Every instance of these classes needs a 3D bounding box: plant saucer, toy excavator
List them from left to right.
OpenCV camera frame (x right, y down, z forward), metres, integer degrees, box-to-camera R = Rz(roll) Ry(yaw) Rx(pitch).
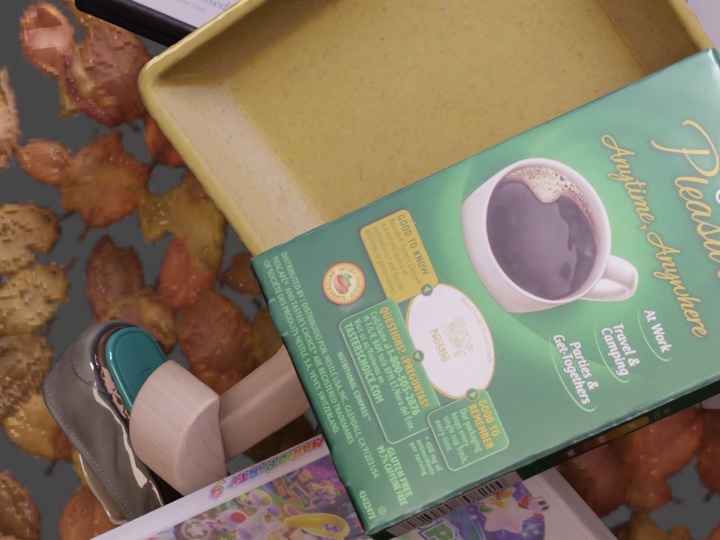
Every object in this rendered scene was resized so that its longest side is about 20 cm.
[{"bbox_3d":[0.000,0.000,1.145,0.100,0.194,0.201,33,119,38],"label":"toy excavator"},{"bbox_3d":[0.044,-0.058,1.042,0.200,0.048,0.200,-34,106,7],"label":"plant saucer"}]

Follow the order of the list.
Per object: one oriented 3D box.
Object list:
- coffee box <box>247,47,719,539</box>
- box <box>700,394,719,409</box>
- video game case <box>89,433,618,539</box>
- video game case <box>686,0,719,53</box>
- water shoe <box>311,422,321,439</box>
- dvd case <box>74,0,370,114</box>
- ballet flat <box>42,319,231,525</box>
[{"bbox_3d":[0.071,0.011,0.990,0.199,0.044,0.123,-26,74,4],"label":"coffee box"},{"bbox_3d":[0.243,-0.016,1.094,0.199,0.098,0.125,1,54,14],"label":"box"},{"bbox_3d":[0.000,0.127,1.092,0.199,0.018,0.143,-26,124,24],"label":"video game case"},{"bbox_3d":[0.152,-0.168,1.103,0.024,0.200,0.183,12,94,-24],"label":"video game case"},{"bbox_3d":[0.023,0.154,1.169,0.071,0.079,0.201,-26,84,9],"label":"water shoe"},{"bbox_3d":[-0.016,-0.152,1.147,0.142,0.018,0.200,23,48,15],"label":"dvd case"},{"bbox_3d":[-0.084,0.119,1.207,0.064,0.067,0.201,-35,81,35],"label":"ballet flat"}]
